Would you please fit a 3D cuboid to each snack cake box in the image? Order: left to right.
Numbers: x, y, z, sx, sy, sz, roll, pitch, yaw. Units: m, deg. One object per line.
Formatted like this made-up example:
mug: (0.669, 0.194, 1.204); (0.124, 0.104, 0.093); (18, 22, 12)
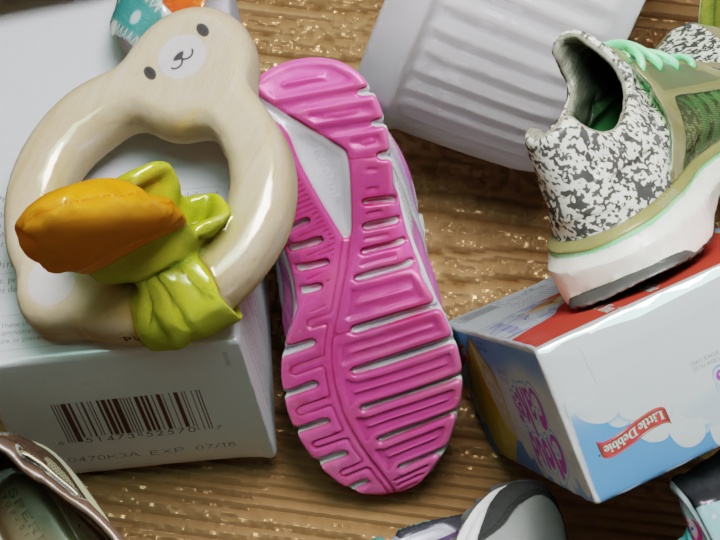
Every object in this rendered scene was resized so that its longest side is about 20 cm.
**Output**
snack cake box: (0.114, 0.034, 0.988); (0.115, 0.200, 0.067); (-23, 94, -7)

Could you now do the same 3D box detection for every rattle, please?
rattle: (-0.098, -0.078, 0.953); (0.130, 0.143, 0.200); (-3, 66, 34)

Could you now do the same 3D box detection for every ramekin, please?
ramekin: (0.082, -0.141, 1.103); (0.105, 0.200, 0.200); (25, 62, 3)

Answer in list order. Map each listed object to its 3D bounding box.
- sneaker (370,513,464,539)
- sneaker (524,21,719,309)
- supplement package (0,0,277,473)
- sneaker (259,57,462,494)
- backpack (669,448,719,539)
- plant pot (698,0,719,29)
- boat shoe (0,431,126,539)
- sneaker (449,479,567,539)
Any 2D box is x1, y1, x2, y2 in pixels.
sneaker: (-0.019, 0.178, 0.992); (0.200, 0.074, 0.088); (-27, 74, -3)
sneaker: (0.116, -0.070, 0.971); (0.077, 0.089, 0.200); (-18, 22, 28)
supplement package: (-0.105, -0.022, 1.066); (0.117, 0.117, 0.200); (-6, 60, 5)
sneaker: (0.000, 0.000, 1.060); (0.081, 0.088, 0.200); (-9, 98, 6)
backpack: (0.197, 0.169, 0.934); (0.151, 0.178, 0.200); (-35, 65, 4)
plant pot: (0.287, -0.103, 1.036); (0.200, 0.200, 0.193); (-33, 34, -18)
boat shoe: (-0.103, 0.146, 0.932); (0.075, 0.075, 0.202); (-42, 70, -9)
sneaker: (0.078, 0.163, 0.921); (0.079, 0.074, 0.200); (-22, 39, 20)
